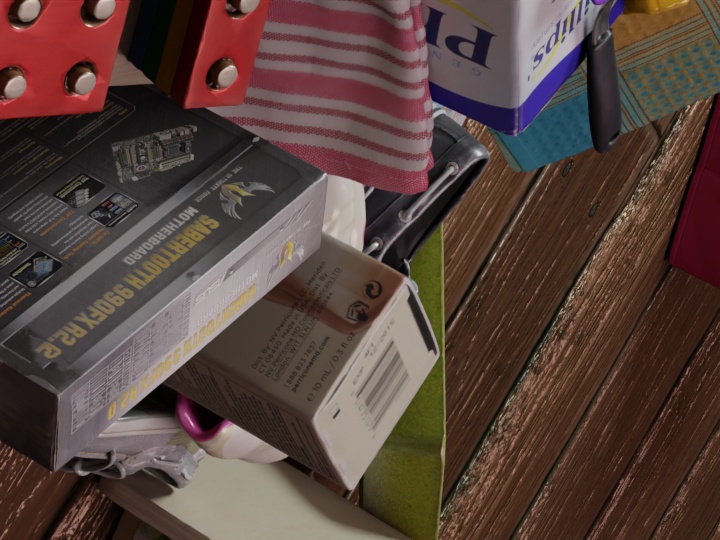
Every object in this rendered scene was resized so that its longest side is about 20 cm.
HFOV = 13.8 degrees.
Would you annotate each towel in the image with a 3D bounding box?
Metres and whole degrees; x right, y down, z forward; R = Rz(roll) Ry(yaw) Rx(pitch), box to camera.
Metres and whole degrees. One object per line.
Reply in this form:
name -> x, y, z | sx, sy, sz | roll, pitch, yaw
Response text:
towel -> -0.040, -0.111, 1.451 | 0.200, 0.146, 0.030 | 83, 16, -53
towel -> 0.157, -0.141, 1.800 | 0.199, 0.022, 0.147 | -23, 136, 11

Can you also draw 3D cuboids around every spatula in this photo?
spatula -> 0.123, -0.122, 1.467 | 0.057, 0.021, 0.200 | -46, 156, -24

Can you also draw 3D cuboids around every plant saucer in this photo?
plant saucer -> 0.024, 0.097, 1.874 | 0.200, 0.048, 0.200 | 93, -2, -48

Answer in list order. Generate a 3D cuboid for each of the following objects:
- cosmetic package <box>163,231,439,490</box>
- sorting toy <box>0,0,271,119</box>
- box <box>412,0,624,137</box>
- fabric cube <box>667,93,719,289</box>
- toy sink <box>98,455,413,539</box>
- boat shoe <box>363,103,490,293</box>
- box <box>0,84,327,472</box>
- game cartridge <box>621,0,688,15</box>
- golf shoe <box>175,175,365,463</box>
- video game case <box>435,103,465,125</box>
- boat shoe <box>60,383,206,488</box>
cosmetic package -> -0.071, 0.012, 1.456 | 0.087, 0.200, 0.103 | -56, 159, -14
sorting toy -> -0.098, -0.158, 1.279 | 0.199, 0.070, 0.199 | -6, 124, -39
box -> 0.027, -0.190, 1.447 | 0.105, 0.183, 0.200 | -52, 156, -28
fabric cube -> 0.394, -0.073, 2.371 | 0.196, 0.199, 0.201 | -35, 146, -50
toy sink -> -0.076, 0.187, 1.749 | 0.112, 0.130, 0.200 | -65, 159, 11
boat shoe -> 0.000, 0.000, 1.674 | 0.200, 0.068, 0.072 | -54, 165, 6
box -> -0.135, -0.013, 1.343 | 0.200, 0.158, 0.048 | -42, 151, -41
game cartridge -> 0.116, -0.222, 1.559 | 0.200, 0.032, 0.177 | -144, -142, -80
golf shoe -> -0.049, 0.004, 1.549 | 0.091, 0.075, 0.201 | 0, 99, -66
video game case -> 0.003, -0.058, 1.726 | 0.200, 0.022, 0.182 | -37, 158, -45
boat shoe -> -0.126, 0.088, 1.600 | 0.065, 0.074, 0.202 | -68, 164, 5
